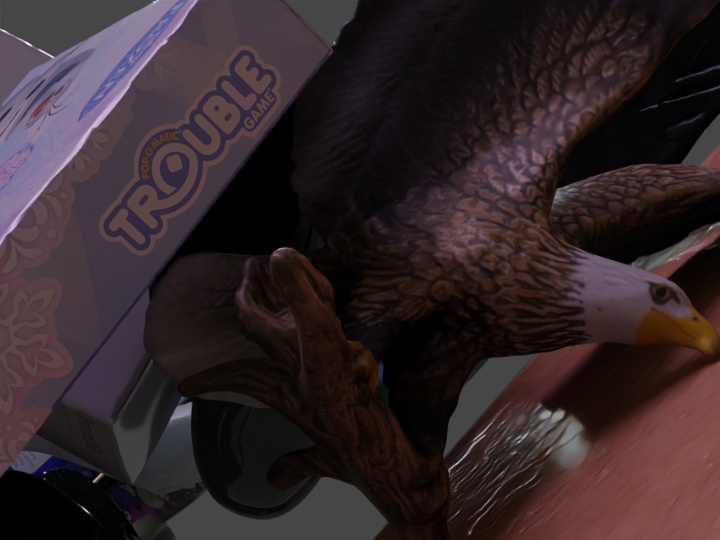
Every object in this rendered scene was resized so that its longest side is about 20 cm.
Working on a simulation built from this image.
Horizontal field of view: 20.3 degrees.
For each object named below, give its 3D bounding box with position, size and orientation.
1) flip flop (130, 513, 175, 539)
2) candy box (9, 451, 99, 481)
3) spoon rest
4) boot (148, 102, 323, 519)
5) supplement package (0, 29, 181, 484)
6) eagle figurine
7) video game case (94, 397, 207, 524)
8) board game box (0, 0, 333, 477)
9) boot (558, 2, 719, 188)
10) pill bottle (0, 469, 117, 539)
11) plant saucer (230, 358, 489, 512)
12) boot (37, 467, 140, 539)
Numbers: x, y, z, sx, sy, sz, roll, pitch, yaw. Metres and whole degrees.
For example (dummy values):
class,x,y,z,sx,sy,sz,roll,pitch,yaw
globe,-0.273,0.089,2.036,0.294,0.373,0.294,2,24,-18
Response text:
class,x,y,z,sx,sy,sz,roll,pitch,yaw
flip flop,-0.168,0.161,0.977,0.200,0.058,0.081,-37,6,37
candy box,-0.162,0.074,1.075,0.200,0.077,0.169,-41,-4,-8
spoon rest,-0.126,0.087,0.947,0.198,0.061,0.099,-24,2,-13
boot,-0.033,0.019,0.720,0.200,0.072,0.184,-65,-12,-83
supplement package,-0.153,-0.019,0.816,0.120,0.199,0.121,-61,-6,-17
eagle figurine,0.046,-0.016,0.584,0.201,0.150,0.152,-56,2,-30
video game case,-0.080,0.080,1.137,0.200,0.036,0.181,-45,5,-39
board game box,-0.117,0.010,0.594,0.201,0.043,0.199,-53,17,-18
boot,0.122,-0.082,0.750,0.168,0.077,0.200,-35,-9,-44
pill bottle,-0.149,0.156,0.590,0.200,0.112,0.112,-44,6,-29
plant saucer,0.004,0.053,0.862,0.070,0.019,0.200,-45,7,-37
boot,-0.184,0.178,0.838,0.168,0.077,0.200,-35,13,19
